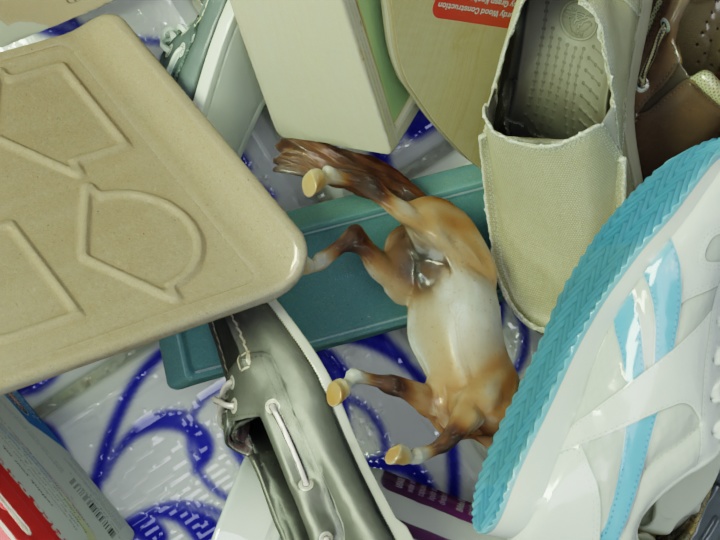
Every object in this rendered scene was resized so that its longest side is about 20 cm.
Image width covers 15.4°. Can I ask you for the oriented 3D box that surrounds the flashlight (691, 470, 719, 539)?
[{"bbox_3d":[0.188,0.038,1.251,0.068,0.068,0.200,25,100,-41],"label":"flashlight"}]

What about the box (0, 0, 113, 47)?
[{"bbox_3d":[-0.167,-0.205,1.186,0.095,0.200,0.078,-23,47,3],"label":"box"}]

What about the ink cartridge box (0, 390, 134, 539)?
[{"bbox_3d":[-0.172,0.111,1.200,0.067,0.200,0.116,-39,91,4],"label":"ink cartridge box"}]

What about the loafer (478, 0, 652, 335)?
[{"bbox_3d":[0.086,-0.058,1.190,0.075,0.068,0.201,11,113,26],"label":"loafer"}]

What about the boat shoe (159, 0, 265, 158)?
[{"bbox_3d":[-0.079,-0.091,1.249,0.062,0.073,0.201,24,98,25],"label":"boat shoe"}]

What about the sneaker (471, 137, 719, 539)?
[{"bbox_3d":[0.124,0.038,1.144,0.081,0.077,0.200,28,89,-10],"label":"sneaker"}]

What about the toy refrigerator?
[{"bbox_3d":[-0.017,-0.151,1.177,0.070,0.200,0.076,11,50,28],"label":"toy refrigerator"}]

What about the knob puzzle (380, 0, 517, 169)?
[{"bbox_3d":[0.082,-0.142,1.216,0.219,0.030,0.220,-18,126,-27],"label":"knob puzzle"}]

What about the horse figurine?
[{"bbox_3d":[0.027,0.022,1.192,0.050,0.132,0.201,-34,66,35],"label":"horse figurine"}]

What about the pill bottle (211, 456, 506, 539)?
[{"bbox_3d":[0.025,0.158,1.239,0.199,0.112,0.113,21,94,1],"label":"pill bottle"}]

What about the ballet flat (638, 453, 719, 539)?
[{"bbox_3d":[0.152,0.043,1.196,0.071,0.071,0.201,20,99,1],"label":"ballet flat"}]

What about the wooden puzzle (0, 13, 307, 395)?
[{"bbox_3d":[-0.152,-0.018,1.160,0.200,0.046,0.185,-23,53,-26],"label":"wooden puzzle"}]

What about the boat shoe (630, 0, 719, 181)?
[{"bbox_3d":[0.147,-0.087,1.217,0.075,0.075,0.203,6,109,-27],"label":"boat shoe"}]

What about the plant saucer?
[{"bbox_3d":[0.000,0.000,1.245,0.199,0.019,0.070,-15,104,-14],"label":"plant saucer"}]

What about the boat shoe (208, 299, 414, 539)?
[{"bbox_3d":[-0.029,0.088,1.168,0.057,0.067,0.200,-25,72,-16],"label":"boat shoe"}]
